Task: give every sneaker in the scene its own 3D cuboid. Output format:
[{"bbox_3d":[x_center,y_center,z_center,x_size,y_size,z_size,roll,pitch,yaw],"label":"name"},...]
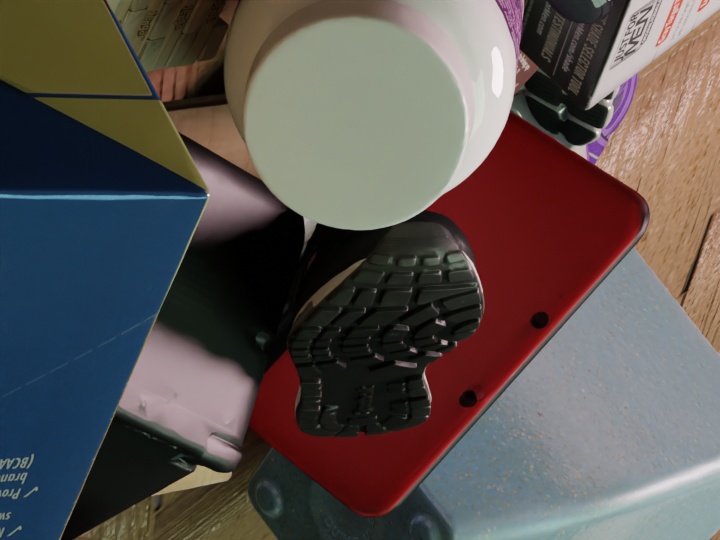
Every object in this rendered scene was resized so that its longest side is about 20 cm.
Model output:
[{"bbox_3d":[0.000,0.000,1.213,0.076,0.088,0.200,-2,160,-10],"label":"sneaker"},{"bbox_3d":[0.105,-0.107,1.490,0.083,0.081,0.200,-55,171,-18],"label":"sneaker"}]

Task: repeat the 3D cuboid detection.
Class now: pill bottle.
[{"bbox_3d":[0.006,-0.089,1.145,0.112,0.112,0.200,-56,-172,20],"label":"pill bottle"}]

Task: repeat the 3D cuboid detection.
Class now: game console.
[{"bbox_3d":[-0.143,0.017,1.190,0.200,0.116,0.176,29,73,-46],"label":"game console"},{"bbox_3d":[0.030,0.023,1.430,0.200,0.119,0.172,-47,172,-8],"label":"game console"}]

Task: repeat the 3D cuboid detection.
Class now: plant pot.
[{"bbox_3d":[0.061,0.101,1.560,0.200,0.196,0.196,-19,154,-42],"label":"plant pot"}]

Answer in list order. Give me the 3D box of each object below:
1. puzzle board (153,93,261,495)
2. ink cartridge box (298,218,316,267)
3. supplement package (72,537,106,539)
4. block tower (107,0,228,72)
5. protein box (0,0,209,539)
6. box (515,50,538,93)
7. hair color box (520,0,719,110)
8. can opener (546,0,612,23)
[{"bbox_3d":[-0.111,0.017,1.237,0.151,0.017,0.200,-9,126,-28],"label":"puzzle board"},{"bbox_3d":[-0.038,-0.043,1.366,0.162,0.050,0.200,-49,173,2],"label":"ink cartridge box"},{"bbox_3d":[-0.153,0.194,1.299,0.117,0.117,0.200,-34,-167,-24],"label":"supplement package"},{"bbox_3d":[-0.124,-0.097,1.068,0.200,0.054,0.058,-19,145,-52],"label":"block tower"},{"bbox_3d":[-0.186,0.006,0.929,0.198,0.135,0.200,-1,134,-31],"label":"protein box"},{"bbox_3d":[0.090,-0.174,1.319,0.200,0.075,0.100,-46,159,1],"label":"box"},{"bbox_3d":[0.155,-0.165,1.267,0.200,0.061,0.102,-38,163,-26],"label":"hair color box"},{"bbox_3d":[0.042,-0.173,1.120,0.200,0.079,0.063,56,49,-26],"label":"can opener"}]
